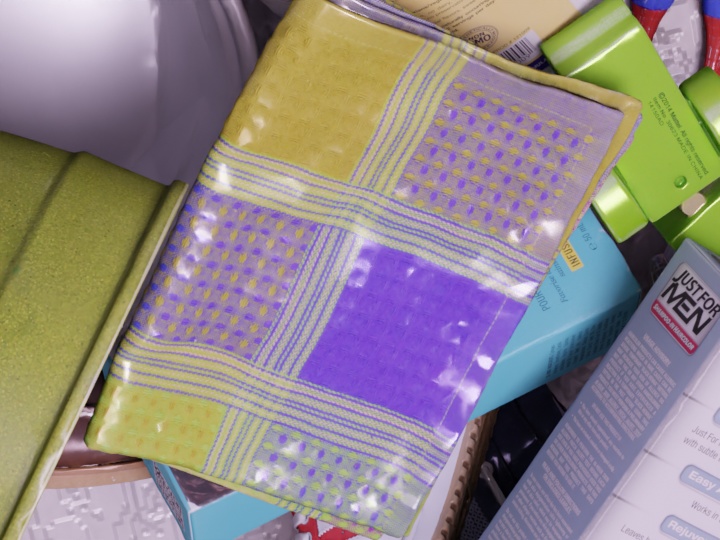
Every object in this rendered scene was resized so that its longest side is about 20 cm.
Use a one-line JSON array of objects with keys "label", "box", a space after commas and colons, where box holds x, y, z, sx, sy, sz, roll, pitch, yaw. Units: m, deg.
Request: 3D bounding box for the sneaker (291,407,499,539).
[{"label": "sneaker", "box": [-0.016, 0.096, 1.088, 0.112, 0.071, 0.201, 15, 67, 10]}]

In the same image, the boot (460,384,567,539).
[{"label": "boot", "box": [0.099, 0.144, 1.160, 0.090, 0.073, 0.200, -35, 109, 8]}]

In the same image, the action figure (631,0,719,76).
[{"label": "action figure", "box": [0.153, -0.155, 1.071, 0.065, 0.099, 0.201, 6, 103, -13]}]

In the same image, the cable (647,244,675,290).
[{"label": "cable", "box": [0.220, 0.035, 1.153, 0.199, 0.069, 0.201, -13, 109, -7]}]

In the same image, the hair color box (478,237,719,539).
[{"label": "hair color box", "box": [0.114, 0.100, 1.014, 0.099, 0.061, 0.200, 27, 104, -27]}]

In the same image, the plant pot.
[{"label": "plant pot", "box": [-0.187, 0.018, 0.912, 0.192, 0.200, 0.201, 26, 101, -4]}]

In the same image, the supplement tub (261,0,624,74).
[{"label": "supplement tub", "box": [0.005, -0.157, 0.973, 0.145, 0.145, 0.200, -44, 144, 5]}]

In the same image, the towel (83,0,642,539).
[{"label": "towel", "box": [0.000, 0.000, 0.962, 0.143, 0.023, 0.201, 22, 108, -25]}]

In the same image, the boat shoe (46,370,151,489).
[{"label": "boat shoe", "box": [-0.152, 0.049, 1.087, 0.199, 0.070, 0.071, -4, 111, -9]}]

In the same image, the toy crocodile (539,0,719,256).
[{"label": "toy crocodile", "box": [0.131, -0.025, 1.030, 0.067, 0.062, 0.200, -38, 120, 4]}]

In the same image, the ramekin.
[{"label": "ramekin", "box": [-0.141, -0.072, 1.035, 0.199, 0.105, 0.201, -3, 107, -9]}]

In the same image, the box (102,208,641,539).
[{"label": "box", "box": [0.004, 0.028, 1.054, 0.199, 0.049, 0.082, -26, 67, -13]}]
